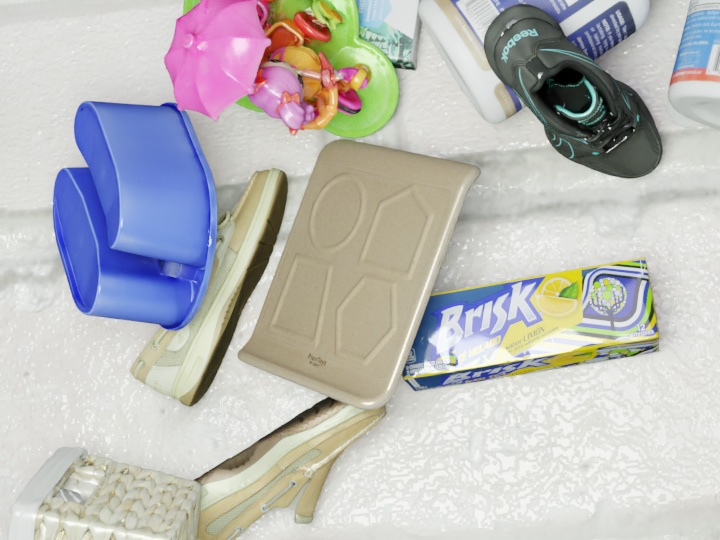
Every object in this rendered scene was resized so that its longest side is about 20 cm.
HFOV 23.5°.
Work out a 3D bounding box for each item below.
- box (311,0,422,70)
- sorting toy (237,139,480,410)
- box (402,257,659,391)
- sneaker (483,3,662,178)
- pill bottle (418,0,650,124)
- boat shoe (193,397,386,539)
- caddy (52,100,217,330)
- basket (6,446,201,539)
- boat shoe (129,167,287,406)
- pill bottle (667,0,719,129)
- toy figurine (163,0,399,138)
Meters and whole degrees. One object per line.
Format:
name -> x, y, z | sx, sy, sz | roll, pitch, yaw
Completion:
box -> -0.040, -0.249, 1.429 | 0.197, 0.036, 0.146 | 7, 83, 12
sorting toy -> 0.000, 0.000, 1.341 | 0.184, 0.036, 0.202 | 16, 80, 51
box -> 0.128, 0.043, 1.334 | 0.197, 0.070, 0.065 | -10, 76, 8
sneaker -> 0.167, -0.117, 1.299 | 0.075, 0.199, 0.079 | -47, 39, 13
pill bottle -> 0.154, -0.214, 1.349 | 0.199, 0.116, 0.116 | -33, 77, 3
boat shoe -> -0.056, 0.163, 1.355 | 0.199, 0.072, 0.077 | -32, 89, 13
caddy -> -0.167, -0.046, 1.348 | 0.142, 0.104, 0.201 | -64, 34, 33
basket -> -0.195, 0.253, 1.299 | 0.122, 0.136, 0.203 | 9, 105, 4
boat shoe -> -0.118, 0.006, 1.384 | 0.063, 0.073, 0.203 | 24, 93, 8
pill bottle -> 0.311, -0.212, 1.324 | 0.111, 0.112, 0.202 | 15, 83, 12
toy figurine -> -0.072, -0.154, 1.320 | 0.200, 0.184, 0.150 | 40, 114, -4
